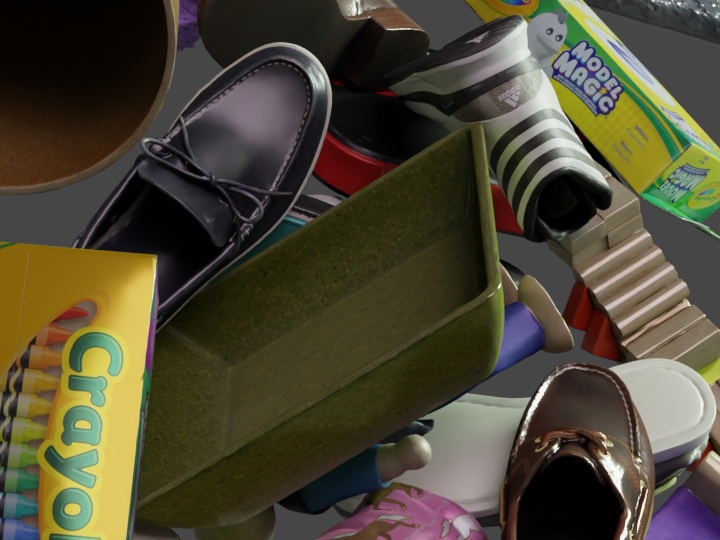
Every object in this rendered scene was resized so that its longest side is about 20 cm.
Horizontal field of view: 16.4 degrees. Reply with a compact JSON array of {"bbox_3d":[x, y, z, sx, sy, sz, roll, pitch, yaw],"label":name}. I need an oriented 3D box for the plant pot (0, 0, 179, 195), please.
[{"bbox_3d":[-0.168,-0.169,1.270,0.186,0.187,0.200,22,33,-7],"label":"plant pot"}]

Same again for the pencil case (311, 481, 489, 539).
[{"bbox_3d":[-0.015,0.174,1.116,0.083,0.087,0.200,20,38,27],"label":"pencil case"}]

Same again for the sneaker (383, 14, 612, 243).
[{"bbox_3d":[0.072,-0.067,1.304,0.076,0.201,0.115,-27,95,0],"label":"sneaker"}]

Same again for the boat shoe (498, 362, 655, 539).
[{"bbox_3d":[0.099,0.109,1.143,0.070,0.070,0.200,1,42,7],"label":"boat shoe"}]

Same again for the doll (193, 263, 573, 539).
[{"bbox_3d":[0.004,0.070,1.191,0.200,0.049,0.136,-34,26,-12],"label":"doll"}]

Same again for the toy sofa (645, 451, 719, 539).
[{"bbox_3d":[0.148,0.168,1.195,0.083,0.098,0.200,39,44,11],"label":"toy sofa"}]

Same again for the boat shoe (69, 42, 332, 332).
[{"bbox_3d":[-0.082,-0.033,1.227,0.075,0.062,0.200,41,75,1],"label":"boat shoe"}]

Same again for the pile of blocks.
[{"bbox_3d":[0.146,0.040,1.326,0.062,0.082,0.200,-31,85,-17],"label":"pile of blocks"}]

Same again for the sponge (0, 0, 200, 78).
[{"bbox_3d":[-0.190,-0.148,1.374,0.200,0.030,0.112,-20,62,-41],"label":"sponge"}]

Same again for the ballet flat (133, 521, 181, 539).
[{"bbox_3d":[-0.145,0.118,1.111,0.200,0.067,0.067,21,45,-8],"label":"ballet flat"}]

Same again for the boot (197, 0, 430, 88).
[{"bbox_3d":[-0.081,-0.173,1.368,0.200,0.064,0.186,42,18,30],"label":"boot"}]

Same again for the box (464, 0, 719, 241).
[{"bbox_3d":[0.148,-0.098,1.452,0.200,0.048,0.117,52,14,22],"label":"box"}]

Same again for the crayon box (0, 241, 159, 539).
[{"bbox_3d":[-0.179,0.086,1.051,0.172,0.058,0.200,4,67,0],"label":"crayon box"}]

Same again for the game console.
[{"bbox_3d":[0.046,-0.078,1.401,0.200,0.031,0.177,12,27,-25],"label":"game console"}]

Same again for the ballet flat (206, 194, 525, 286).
[{"bbox_3d":[0.000,0.000,1.304,0.200,0.068,0.068,19,28,-2],"label":"ballet flat"}]

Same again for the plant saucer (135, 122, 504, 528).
[{"bbox_3d":[-0.012,0.034,1.155,0.048,0.200,0.200,53,15,-21],"label":"plant saucer"}]

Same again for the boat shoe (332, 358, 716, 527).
[{"bbox_3d":[0.077,0.097,1.246,0.201,0.060,0.072,-11,56,-11],"label":"boat shoe"}]
